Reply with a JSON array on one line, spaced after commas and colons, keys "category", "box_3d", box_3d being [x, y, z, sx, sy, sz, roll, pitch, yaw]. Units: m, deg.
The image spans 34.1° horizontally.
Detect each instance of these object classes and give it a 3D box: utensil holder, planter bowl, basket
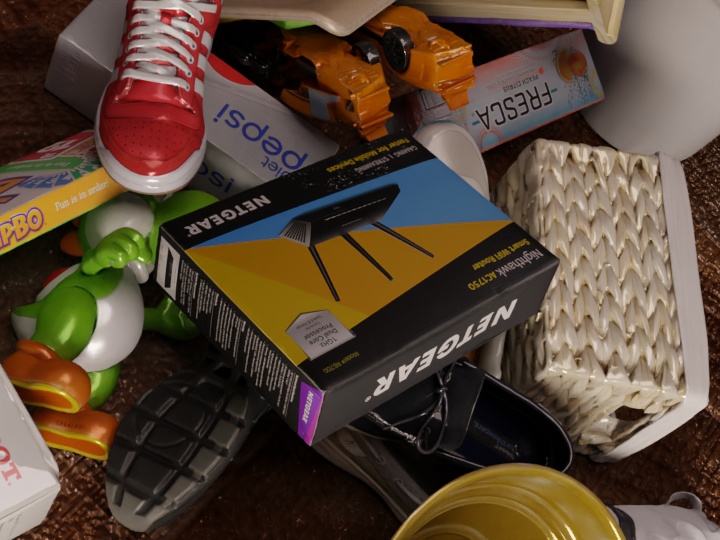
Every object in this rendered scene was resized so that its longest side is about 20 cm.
[{"category": "utensil holder", "box_3d": [0.286, -0.208, 0.983, 0.169, 0.200, 0.171, 11, 61, -20]}, {"category": "planter bowl", "box_3d": [0.067, 0.212, 0.715, 0.199, 0.083, 0.202, 0, 91, -27]}, {"category": "basket", "box_3d": [0.157, 0.019, 0.848, 0.123, 0.136, 0.201, 11, 60, -15]}]

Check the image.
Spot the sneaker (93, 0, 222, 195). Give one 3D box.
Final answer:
[{"category": "sneaker", "box_3d": [-0.116, -0.145, 0.714, 0.071, 0.113, 0.201, 10, 44, -11]}]

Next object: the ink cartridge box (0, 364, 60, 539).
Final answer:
[{"category": "ink cartridge box", "box_3d": [-0.284, 0.111, 0.623, 0.199, 0.084, 0.146, -25, 76, -33]}]

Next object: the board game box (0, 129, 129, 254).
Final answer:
[{"category": "board game box", "box_3d": [-0.211, -0.040, 0.709, 0.200, 0.095, 0.030, -37, 122, -39]}]

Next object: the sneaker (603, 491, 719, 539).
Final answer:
[{"category": "sneaker", "box_3d": [0.221, 0.244, 0.790, 0.114, 0.075, 0.201, -8, 65, -25]}]

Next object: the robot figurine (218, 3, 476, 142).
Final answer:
[{"category": "robot figurine", "box_3d": [-0.015, -0.158, 0.853, 0.144, 0.059, 0.200, -26, 36, -22]}]

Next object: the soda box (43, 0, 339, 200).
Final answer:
[{"category": "soda box", "box_3d": [-0.119, -0.109, 0.828, 0.200, 0.063, 0.068, 36, 54, -4]}]

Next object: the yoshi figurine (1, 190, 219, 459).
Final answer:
[{"category": "yoshi figurine", "box_3d": [-0.138, 0.013, 0.737, 0.112, 0.112, 0.201, 34, 52, -23]}]

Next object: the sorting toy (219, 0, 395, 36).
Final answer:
[{"category": "sorting toy", "box_3d": [-0.050, -0.220, 0.874, 0.199, 0.037, 0.185, 15, 40, 30]}]

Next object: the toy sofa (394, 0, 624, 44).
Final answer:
[{"category": "toy sofa", "box_3d": [0.111, -0.227, 0.936, 0.199, 0.098, 0.083, 7, 72, 23]}]

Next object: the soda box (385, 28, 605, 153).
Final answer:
[{"category": "soda box", "box_3d": [0.099, -0.130, 0.928, 0.199, 0.068, 0.064, -25, 98, -32]}]

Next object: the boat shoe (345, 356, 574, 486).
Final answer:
[{"category": "boat shoe", "box_3d": [0.048, 0.081, 0.727, 0.199, 0.062, 0.075, 29, 71, -14]}]

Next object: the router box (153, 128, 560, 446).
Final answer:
[{"category": "router box", "box_3d": [0.000, 0.000, 0.705, 0.199, 0.051, 0.149, -26, 57, -37]}]

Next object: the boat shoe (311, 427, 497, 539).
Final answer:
[{"category": "boat shoe", "box_3d": [0.047, 0.126, 0.779, 0.202, 0.065, 0.075, 37, 56, -4]}]

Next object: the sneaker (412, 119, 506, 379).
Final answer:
[{"category": "sneaker", "box_3d": [0.069, -0.008, 0.818, 0.076, 0.081, 0.201, 0, 84, -23]}]

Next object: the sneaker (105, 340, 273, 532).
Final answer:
[{"category": "sneaker", "box_3d": [-0.081, 0.082, 0.731, 0.075, 0.079, 0.200, 22, 61, 23]}]
